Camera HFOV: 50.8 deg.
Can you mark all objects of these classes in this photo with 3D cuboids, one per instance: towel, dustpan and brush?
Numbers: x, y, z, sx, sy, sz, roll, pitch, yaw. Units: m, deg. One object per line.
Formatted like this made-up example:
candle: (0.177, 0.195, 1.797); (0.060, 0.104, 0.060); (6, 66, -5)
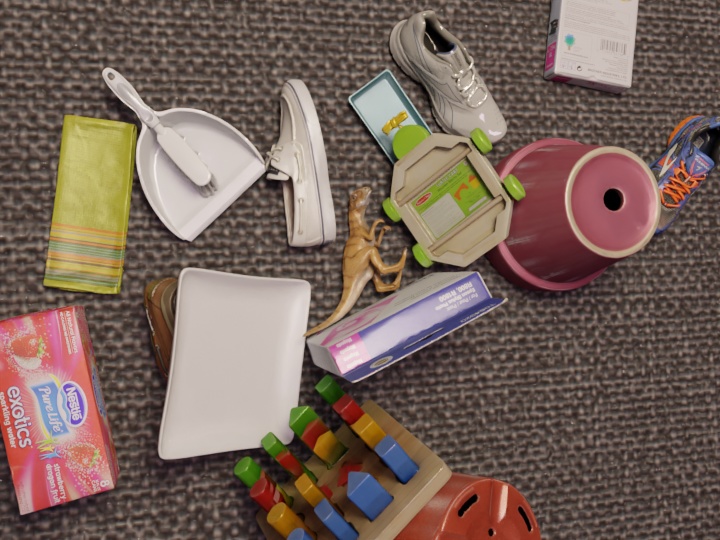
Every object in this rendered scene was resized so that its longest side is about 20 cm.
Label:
towel: (-0.313, -0.076, 0.881); (0.085, 0.018, 0.203); (6, 86, -15)
dustpan and brush: (-0.224, -0.152, 0.881); (0.139, 0.057, 0.200); (-43, 91, -4)

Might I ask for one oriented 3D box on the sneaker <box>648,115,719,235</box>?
sneaker: (0.444, -0.139, 1.046); (0.075, 0.078, 0.201); (33, 80, -10)

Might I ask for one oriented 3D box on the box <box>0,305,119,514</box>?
box: (-0.334, 0.145, 0.826); (0.098, 0.095, 0.203); (-12, 91, -15)

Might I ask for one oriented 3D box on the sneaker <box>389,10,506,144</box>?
sneaker: (0.117, -0.240, 0.962); (0.200, 0.087, 0.075); (46, 76, -10)

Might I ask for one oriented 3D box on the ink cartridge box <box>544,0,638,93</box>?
ink cartridge box: (0.321, -0.356, 1.043); (0.118, 0.042, 0.203); (7, 89, -14)

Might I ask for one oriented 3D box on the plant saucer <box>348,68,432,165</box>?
plant saucer: (0.066, -0.157, 0.981); (0.070, 0.019, 0.201); (-38, 96, -12)

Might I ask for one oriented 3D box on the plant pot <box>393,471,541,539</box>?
plant pot: (0.083, 0.307, 0.846); (0.198, 0.194, 0.204); (9, 73, -32)

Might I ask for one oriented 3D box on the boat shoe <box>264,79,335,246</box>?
boat shoe: (-0.081, -0.128, 0.919); (0.069, 0.071, 0.203); (-11, 97, -17)

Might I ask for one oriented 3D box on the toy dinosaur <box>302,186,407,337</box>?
toy dinosaur: (0.000, 0.000, 0.947); (0.105, 0.060, 0.203); (11, 75, 1)

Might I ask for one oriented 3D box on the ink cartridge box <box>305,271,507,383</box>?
ink cartridge box: (0.043, 0.058, 0.874); (0.194, 0.200, 0.044); (-26, 94, -14)

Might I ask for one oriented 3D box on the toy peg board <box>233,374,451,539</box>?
toy peg board: (-0.038, 0.225, 0.834); (0.200, 0.199, 0.098); (-44, 113, -9)

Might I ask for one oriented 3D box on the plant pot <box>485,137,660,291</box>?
plant pot: (0.267, -0.075, 0.947); (0.197, 0.179, 0.203); (1, 88, -13)

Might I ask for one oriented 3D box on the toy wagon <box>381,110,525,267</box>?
toy wagon: (0.100, -0.107, 0.933); (0.155, 0.040, 0.201); (-36, 86, 24)

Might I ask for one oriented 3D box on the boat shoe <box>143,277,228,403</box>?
boat shoe: (-0.198, 0.103, 0.881); (0.072, 0.067, 0.203); (-28, 114, -48)

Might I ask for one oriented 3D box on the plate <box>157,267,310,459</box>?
plate: (-0.144, 0.104, 0.866); (0.199, 0.032, 0.203); (7, 89, -49)
